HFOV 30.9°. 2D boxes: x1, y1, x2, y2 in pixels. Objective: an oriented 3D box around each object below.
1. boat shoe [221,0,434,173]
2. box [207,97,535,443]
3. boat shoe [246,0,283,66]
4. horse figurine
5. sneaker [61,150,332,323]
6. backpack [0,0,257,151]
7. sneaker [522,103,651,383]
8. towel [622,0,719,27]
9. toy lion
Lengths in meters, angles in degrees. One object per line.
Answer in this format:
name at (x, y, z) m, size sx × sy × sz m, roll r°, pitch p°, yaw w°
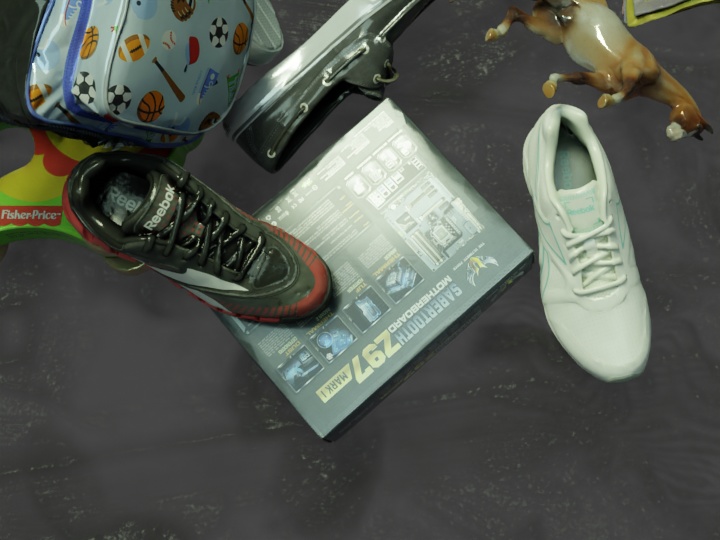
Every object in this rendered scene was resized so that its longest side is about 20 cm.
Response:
boat shoe at (-0.009, -0.146, 0.953) m, size 0.200 × 0.070 × 0.066 m, roll -39°, pitch 84°, yaw 1°
box at (0.000, 0.000, 0.932) m, size 0.200 × 0.051 × 0.158 m, roll -42°, pitch 75°, yaw -1°
boat shoe at (-0.133, -0.226, 0.993) m, size 0.062 × 0.072 × 0.200 m, roll -43°, pitch 75°, yaw 28°
horse figurine at (0.152, -0.162, 0.920) m, size 0.200 × 0.132 × 0.050 m, roll 47°, pitch 130°, yaw 25°
sneaker at (-0.111, -0.023, 0.870) m, size 0.200 × 0.098 × 0.071 m, roll 26°, pitch 81°, yaw 0°
backpack at (-0.155, -0.168, 0.861) m, size 0.154 × 0.190 × 0.200 m, roll 22°, pitch 97°, yaw 22°
sneaker at (0.152, -0.020, 0.900) m, size 0.070 × 0.080 × 0.200 m, roll -15°, pitch 79°, yaw 4°
towel at (0.252, -0.278, 0.930) m, size 0.144 × 0.023 × 0.200 m, roll -6°, pitch 76°, yaw 36°
toy lion at (-0.218, -0.096, 0.981) m, size 0.200 × 0.069 × 0.192 m, roll 0°, pitch 73°, yaw 9°
